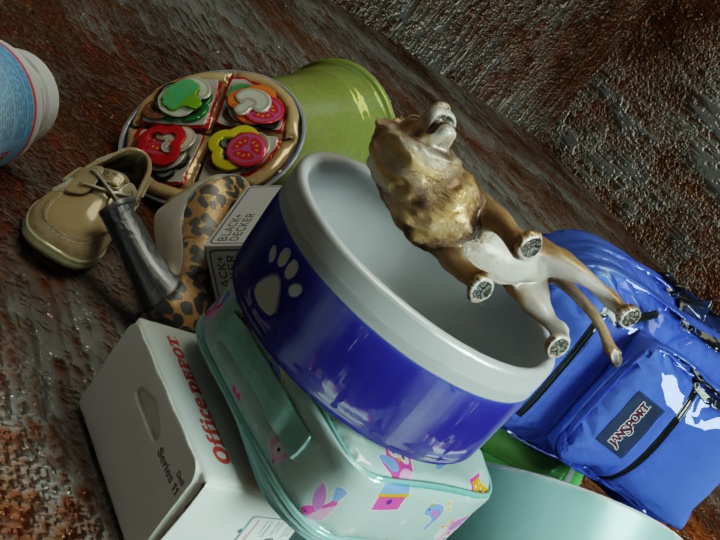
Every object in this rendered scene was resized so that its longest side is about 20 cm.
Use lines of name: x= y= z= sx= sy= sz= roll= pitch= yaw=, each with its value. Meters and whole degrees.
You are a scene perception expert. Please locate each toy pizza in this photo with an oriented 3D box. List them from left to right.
toy pizza: x=-0.155 y=-0.146 z=1.083 sx=0.201 sy=0.199 sz=0.032 roll=52 pitch=-18 yaw=34

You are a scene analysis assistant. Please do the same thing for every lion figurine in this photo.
lion figurine: x=0.085 y=-0.015 z=0.646 sx=0.200 sy=0.072 sz=0.123 roll=41 pitch=6 yaw=-40

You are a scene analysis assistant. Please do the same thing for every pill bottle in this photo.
pill bottle: x=-0.317 y=-0.127 z=0.811 sx=0.108 sy=0.109 sz=0.200 roll=39 pitch=18 yaw=0

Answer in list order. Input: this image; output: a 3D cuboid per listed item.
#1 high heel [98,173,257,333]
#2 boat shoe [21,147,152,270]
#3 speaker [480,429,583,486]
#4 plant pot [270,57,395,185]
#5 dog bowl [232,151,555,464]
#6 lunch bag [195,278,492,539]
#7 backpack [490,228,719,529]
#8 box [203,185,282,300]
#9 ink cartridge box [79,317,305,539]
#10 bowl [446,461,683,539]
high heel: x=-0.127 y=-0.005 z=0.906 sx=0.199 sy=0.071 sz=0.144 roll=-22 pitch=85 yaw=-56
boat shoe: x=-0.227 y=-0.061 z=0.898 sx=0.072 sy=0.065 sz=0.200 roll=37 pitch=19 yaw=-6
speaker: x=0.090 y=0.124 z=0.845 sx=0.199 sy=0.089 sz=0.089 roll=31 pitch=19 yaw=-27
plant pot: x=-0.087 y=-0.150 z=1.231 sx=0.200 sy=0.201 sz=0.183 roll=46 pitch=31 yaw=21
dog bowl: x=0.021 y=0.020 z=0.651 sx=0.199 sy=0.079 sz=0.201 roll=34 pitch=20 yaw=-14
lunch bag: x=-0.018 y=0.085 z=0.675 sx=0.160 sy=0.077 sz=0.201 roll=17 pitch=30 yaw=-46
backpack: x=0.181 y=0.070 z=0.754 sx=0.199 sy=0.163 sz=0.168 roll=35 pitch=11 yaw=-12
box: x=-0.015 y=-0.021 z=0.859 sx=0.198 sy=0.061 sz=0.117 roll=0 pitch=30 yaw=17
ink cartridge box: x=-0.076 y=0.128 z=0.716 sx=0.199 sy=0.083 sz=0.147 roll=23 pitch=25 yaw=-43
bowl: x=0.134 y=0.227 z=0.784 sx=0.199 sy=0.106 sz=0.201 roll=18 pitch=-19 yaw=6
